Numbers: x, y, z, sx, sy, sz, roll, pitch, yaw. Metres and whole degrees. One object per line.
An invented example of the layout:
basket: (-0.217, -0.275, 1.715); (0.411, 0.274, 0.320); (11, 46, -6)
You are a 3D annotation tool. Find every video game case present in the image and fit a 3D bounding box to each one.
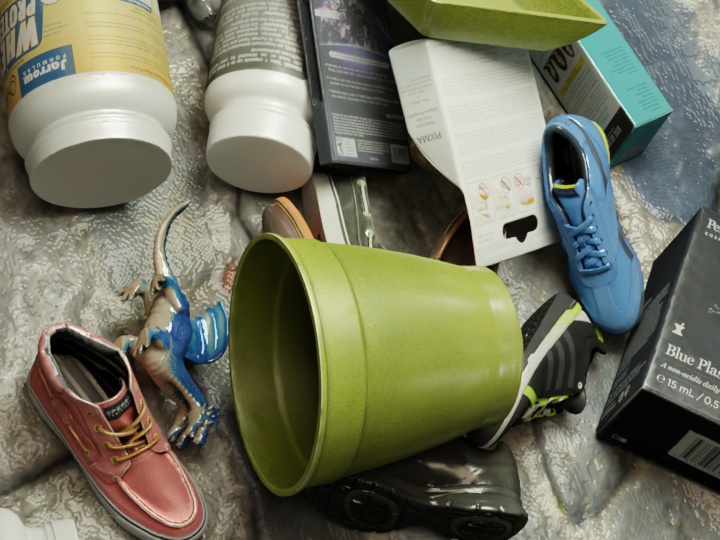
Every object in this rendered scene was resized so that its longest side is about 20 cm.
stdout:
video game case: (-0.007, -0.189, 1.582); (0.142, 0.019, 0.202); (1, 79, -60)

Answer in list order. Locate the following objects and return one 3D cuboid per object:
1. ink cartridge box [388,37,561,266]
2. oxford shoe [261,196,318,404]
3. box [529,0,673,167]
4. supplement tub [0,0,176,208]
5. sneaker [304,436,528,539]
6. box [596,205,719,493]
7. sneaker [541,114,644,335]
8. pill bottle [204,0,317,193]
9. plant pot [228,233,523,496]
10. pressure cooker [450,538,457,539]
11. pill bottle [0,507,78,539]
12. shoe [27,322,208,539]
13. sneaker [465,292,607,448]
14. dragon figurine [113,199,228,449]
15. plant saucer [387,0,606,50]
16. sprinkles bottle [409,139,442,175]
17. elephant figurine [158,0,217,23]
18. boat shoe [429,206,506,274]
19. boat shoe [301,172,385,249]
ink cartridge box: (0.108, -0.111, 1.569); (0.160, 0.047, 0.202); (-17, 96, -52)
oxford shoe: (-0.066, 0.031, 1.513); (0.072, 0.071, 0.202); (-8, 67, -13)
box: (0.212, -0.204, 1.692); (0.049, 0.082, 0.201); (-24, 72, -24)
supplement tub: (-0.236, -0.171, 1.525); (0.143, 0.145, 0.202); (-5, 65, -16)
sneaker: (0.042, 0.170, 1.479); (0.198, 0.076, 0.091); (13, 52, -15)
box: (0.339, 0.084, 1.563); (0.195, 0.118, 0.201); (25, 60, -1)
sneaker: (0.197, -0.038, 1.571); (0.078, 0.065, 0.202); (-11, 88, -62)
pill bottle: (-0.079, -0.180, 1.588); (0.113, 0.114, 0.202); (12, 62, -8)
plant pot: (0.018, 0.067, 1.399); (0.191, 0.201, 0.202); (-4, 65, -23)
pressure cooker: (0.026, 0.299, 1.329); (0.177, 0.200, 0.177); (-4, 66, -15)
pill bottle: (-0.311, 0.235, 1.329); (0.198, 0.104, 0.105); (-5, 66, -17)
shoe: (-0.193, 0.132, 1.417); (0.071, 0.091, 0.200); (-37, 78, -27)
sneaker: (0.162, 0.095, 1.523); (0.083, 0.072, 0.200); (45, 46, -4)
dragon figurine: (-0.150, 0.050, 1.477); (0.099, 0.059, 0.202); (33, 49, -38)
plant saucer: (0.086, -0.253, 1.566); (0.198, 0.048, 0.200); (1, 34, -34)
sprinkles bottle: (0.097, -0.188, 1.662); (0.068, 0.068, 0.202); (17, 61, -6)
elephant figurine: (-0.197, -0.339, 1.581); (0.154, 0.201, 0.143); (-2, 57, -17)
boat shoe: (0.078, 0.022, 1.551); (0.075, 0.072, 0.201); (20, 61, -4)
boat shoe: (0.000, 0.000, 1.544); (0.063, 0.071, 0.202); (-6, 64, -15)
